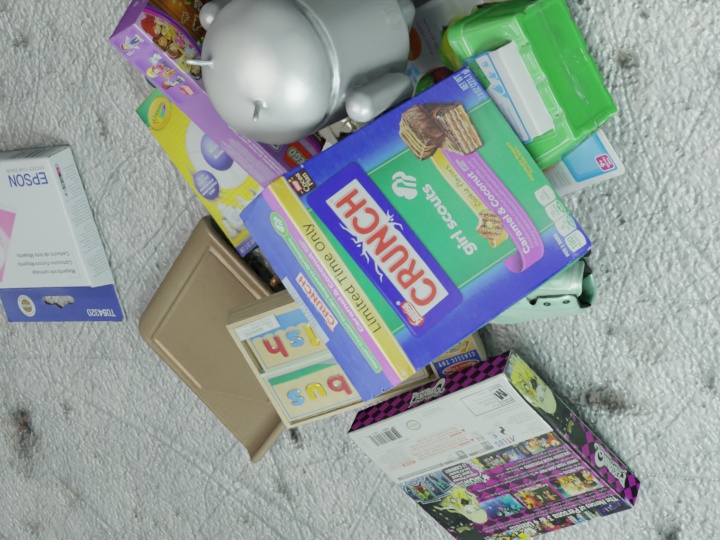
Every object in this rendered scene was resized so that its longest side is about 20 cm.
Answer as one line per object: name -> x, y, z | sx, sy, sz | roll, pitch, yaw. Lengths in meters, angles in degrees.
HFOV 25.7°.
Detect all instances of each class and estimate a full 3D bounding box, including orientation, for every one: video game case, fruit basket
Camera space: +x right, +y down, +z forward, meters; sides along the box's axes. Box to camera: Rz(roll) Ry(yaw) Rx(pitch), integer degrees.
video game case -> 0.115, 0.166, 1.398 | 0.181, 0.036, 0.199 | 45, 136, -19
fruit basket -> 0.095, -0.131, 1.254 | 0.199, 0.094, 0.186 | -19, 101, 45

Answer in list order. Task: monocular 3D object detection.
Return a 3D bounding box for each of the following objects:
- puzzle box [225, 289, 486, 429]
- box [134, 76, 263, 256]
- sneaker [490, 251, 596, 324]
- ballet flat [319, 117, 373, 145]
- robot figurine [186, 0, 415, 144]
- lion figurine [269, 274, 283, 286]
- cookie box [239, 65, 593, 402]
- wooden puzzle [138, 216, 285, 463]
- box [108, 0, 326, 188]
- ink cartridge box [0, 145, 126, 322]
puzzle box -> -0.003, 0.060, 1.393 | 0.199, 0.026, 0.134 | -19, 123, 15
box -> -0.125, -0.126, 1.457 | 0.201, 0.048, 0.117 | 54, 133, 3
sneaker -> 0.112, -0.008, 1.261 | 0.118, 0.200, 0.074 | -8, 72, 35
ballet flat -> 0.007, -0.112, 1.304 | 0.069, 0.070, 0.201 | -13, 118, 41
robot figurine -> -0.041, -0.164, 1.188 | 0.169, 0.200, 0.114 | 30, 128, 24
lion figurine -> 0.000, 0.000, 1.413 | 0.122, 0.072, 0.201 | 37, 127, 9
cookie box -> 0.042, -0.028, 1.163 | 0.172, 0.199, 0.075 | 55, 152, 4
wooden puzzle -> -0.125, 0.069, 1.574 | 0.200, 0.037, 0.185 | 49, 133, 12
box -> -0.101, -0.173, 1.302 | 0.039, 0.137, 0.200 | -20, 127, 42
ink cartridge box -> -0.358, -0.029, 1.692 | 0.195, 0.043, 0.201 | -2, 110, 38
